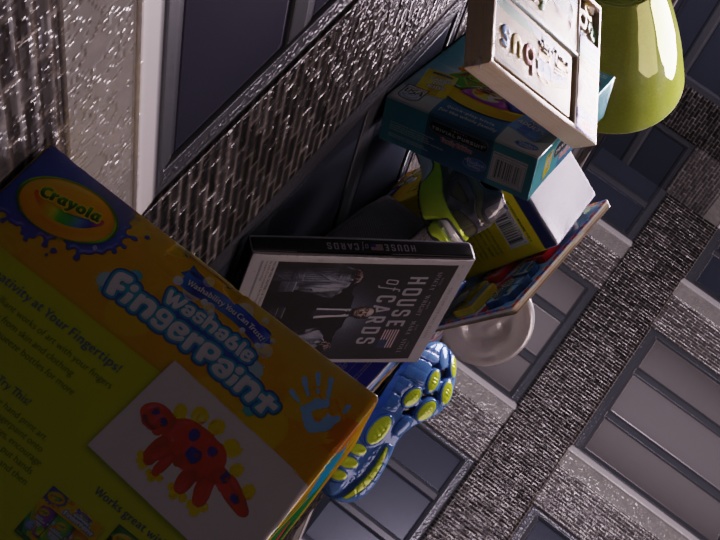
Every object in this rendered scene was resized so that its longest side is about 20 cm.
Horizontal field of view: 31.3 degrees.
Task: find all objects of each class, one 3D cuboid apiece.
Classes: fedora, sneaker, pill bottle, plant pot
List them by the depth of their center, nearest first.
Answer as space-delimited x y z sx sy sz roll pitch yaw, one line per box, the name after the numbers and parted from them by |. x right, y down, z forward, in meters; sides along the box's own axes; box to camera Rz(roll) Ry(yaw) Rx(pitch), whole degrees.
0.100 -0.102 1.222 0.080 0.074 0.201 -22 -135 19 | sneaker
0.000 0.000 1.277 0.200 0.090 0.177 -52 172 36 | fedora
0.021 0.146 1.308 0.200 0.071 0.083 -48 -154 -16 | sneaker
0.138 0.025 1.500 0.111 0.110 0.200 -57 -170 15 | pill bottle
0.336 -0.313 1.676 0.187 0.186 0.200 -51 155 -19 | plant pot

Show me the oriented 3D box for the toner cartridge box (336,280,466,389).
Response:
0.021 0.072 1.241 0.200 0.043 0.095 -48 172 1 | toner cartridge box

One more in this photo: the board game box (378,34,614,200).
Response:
0.130 -0.153 1.191 0.200 0.150 0.047 -44 153 -48 | board game box

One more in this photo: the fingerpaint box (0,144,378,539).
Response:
-0.121 0.069 0.588 0.167 0.199 0.073 -50 171 -25 | fingerpaint box

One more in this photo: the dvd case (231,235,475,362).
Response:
-0.018 0.028 1.099 0.198 0.025 0.151 2 140 -21 | dvd case

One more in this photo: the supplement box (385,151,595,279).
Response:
0.123 -0.067 1.344 0.199 0.110 0.109 -22 -163 42 | supplement box

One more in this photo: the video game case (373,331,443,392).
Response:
0.028 0.124 1.424 0.143 0.018 0.200 -39 167 -19 | video game case

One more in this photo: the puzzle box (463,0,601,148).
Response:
0.148 -0.195 1.066 0.199 0.025 0.134 22 69 -53 | puzzle box

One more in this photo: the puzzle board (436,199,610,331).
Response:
0.154 -0.005 1.325 0.150 0.017 0.200 -16 -159 49 | puzzle board
